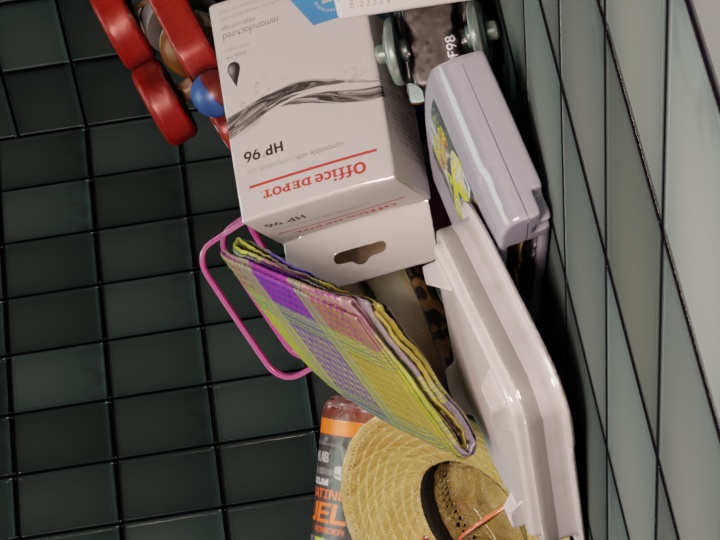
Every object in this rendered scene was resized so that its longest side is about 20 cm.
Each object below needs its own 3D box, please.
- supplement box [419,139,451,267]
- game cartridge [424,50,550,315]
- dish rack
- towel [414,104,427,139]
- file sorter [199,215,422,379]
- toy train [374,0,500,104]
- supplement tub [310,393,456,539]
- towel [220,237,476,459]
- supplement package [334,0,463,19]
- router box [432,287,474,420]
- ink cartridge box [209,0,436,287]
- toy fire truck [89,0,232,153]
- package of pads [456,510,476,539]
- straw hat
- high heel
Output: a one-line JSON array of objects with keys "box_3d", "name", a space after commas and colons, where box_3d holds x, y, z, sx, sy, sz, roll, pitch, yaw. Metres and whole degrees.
[{"box_3d": [0.014, -0.109, 1.877, 0.103, 0.131, 0.200, 24, -137, -38], "name": "supplement box"}, {"box_3d": [0.079, -0.054, 1.585, 0.200, 0.041, 0.133, 85, 168, -69], "name": "game cartridge"}, {"box_3d": [0.087, 0.073, 1.562, 0.200, 0.043, 0.172, 76, 171, -54], "name": "dish rack"}, {"box_3d": [0.010, -0.176, 1.793, 0.050, 0.147, 0.200, 58, -160, -56], "name": "towel"}, {"box_3d": [-0.020, -0.019, 2.001, 0.139, 0.125, 0.200, 56, -149, -6], "name": "file sorter"}, {"box_3d": [0.047, -0.201, 1.669, 0.114, 0.085, 0.201, 1, -103, -78], "name": "toy train"}, {"box_3d": [0.019, 0.155, 1.834, 0.107, 0.107, 0.201, 122, 153, -88], "name": "supplement tub"}, {"box_3d": [-0.007, 0.049, 1.632, 0.144, 0.023, 0.200, 53, 164, -28], "name": "towel"}, {"box_3d": [0.020, -0.279, 1.492, 0.156, 0.111, 0.200, -101, 3, -57], "name": "supplement package"}, {"box_3d": [0.091, 0.058, 1.870, 0.200, 0.051, 0.150, -112, 13, -77], "name": "router box"}, {"box_3d": [-0.025, -0.094, 1.685, 0.068, 0.116, 0.201, 28, -131, -64], "name": "ink cartridge box"}, {"box_3d": [-0.105, -0.142, 1.805, 0.168, 0.112, 0.200, 60, 179, 45], "name": "toy fire truck"}, {"box_3d": [0.108, 0.247, 1.913, 0.121, 0.075, 0.200, -98, 1, -48], "name": "package of pads"}, {"box_3d": [0.089, 0.167, 1.741, 0.085, 0.201, 0.202, -34, -55, -45], "name": "straw hat"}, {"box_3d": [0.000, 0.000, 1.726, 0.200, 0.071, 0.143, 44, -169, -20], "name": "high heel"}]
